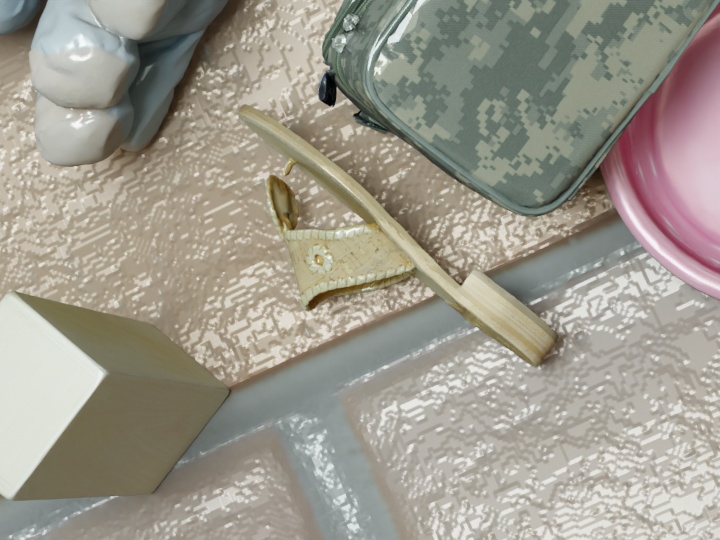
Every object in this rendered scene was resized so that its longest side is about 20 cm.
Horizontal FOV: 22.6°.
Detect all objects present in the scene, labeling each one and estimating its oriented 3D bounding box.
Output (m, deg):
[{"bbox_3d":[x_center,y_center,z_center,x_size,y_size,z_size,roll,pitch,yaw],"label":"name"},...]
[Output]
[{"bbox_3d":[0.073,-0.141,0.903,0.139,0.168,0.200,33,96,-17],"label":"lunch bag"},{"bbox_3d":[-0.155,-0.172,0.953,0.161,0.159,0.200,34,93,7],"label":"hippo plush"},{"bbox_3d":[-0.140,0.065,0.909,0.070,0.200,0.076,38,93,14],"label":"toy refrigerator"},{"bbox_3d":[0.222,-0.076,0.924,0.200,0.051,0.201,-2,83,13],"label":"plant saucer"},{"bbox_3d":[-0.001,-0.001,0.950,0.212,0.078,0.070,37,86,8],"label":"sandal"}]
